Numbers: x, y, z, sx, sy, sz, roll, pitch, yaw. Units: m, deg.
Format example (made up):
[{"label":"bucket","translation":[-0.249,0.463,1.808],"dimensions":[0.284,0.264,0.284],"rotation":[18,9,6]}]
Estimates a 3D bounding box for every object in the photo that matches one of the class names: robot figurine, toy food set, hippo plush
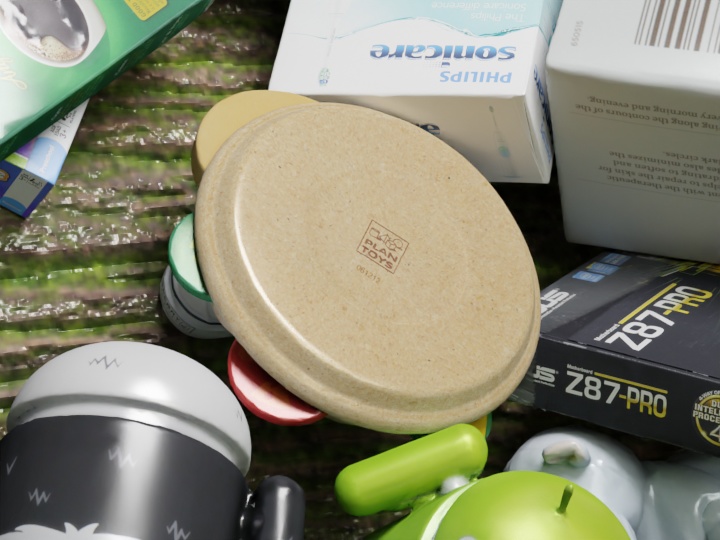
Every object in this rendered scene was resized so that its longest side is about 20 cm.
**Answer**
[{"label":"robot figurine","translation":[0.058,0.164,1.028],"dimensions":[0.116,0.200,0.176],"rotation":[-12,77,-34]},{"label":"toy food set","translation":[0.000,0.000,1.077],"dimensions":[0.200,0.049,0.198],"rotation":[20,51,-17]},{"label":"robot figurine","translation":[-0.118,0.132,0.997],"dimensions":[0.150,0.125,0.200],"rotation":[25,57,-29]},{"label":"hippo plush","translation":[0.162,0.130,1.130],"dimensions":[0.161,0.159,0.200],"rotation":[15,62,-23]}]

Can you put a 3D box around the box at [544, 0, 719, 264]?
[{"label":"box","translation":[0.223,-0.123,1.185],"dimensions":[0.199,0.171,0.200],"rotation":[8,57,16]}]

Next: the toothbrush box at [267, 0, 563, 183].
[{"label":"toothbrush box","translation":[0.045,-0.153,1.199],"dimensions":[0.146,0.085,0.200],"rotation":[1,57,17]}]

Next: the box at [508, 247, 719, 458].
[{"label":"box","translation":[0.187,0.036,1.169],"dimensions":[0.200,0.161,0.049],"rotation":[-27,124,-51]}]

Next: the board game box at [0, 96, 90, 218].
[{"label":"board game box","translation":[-0.197,-0.145,1.128],"dimensions":[0.134,0.045,0.200],"rotation":[27,57,-16]}]

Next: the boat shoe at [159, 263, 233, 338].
[{"label":"boat shoe","translation":[-0.010,-0.007,1.154],"dimensions":[0.200,0.067,0.074],"rotation":[-19,78,-34]}]

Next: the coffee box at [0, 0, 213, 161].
[{"label":"coffee box","translation":[-0.174,-0.138,1.082],"dimensions":[0.123,0.044,0.200],"rotation":[47,54,-1]}]
